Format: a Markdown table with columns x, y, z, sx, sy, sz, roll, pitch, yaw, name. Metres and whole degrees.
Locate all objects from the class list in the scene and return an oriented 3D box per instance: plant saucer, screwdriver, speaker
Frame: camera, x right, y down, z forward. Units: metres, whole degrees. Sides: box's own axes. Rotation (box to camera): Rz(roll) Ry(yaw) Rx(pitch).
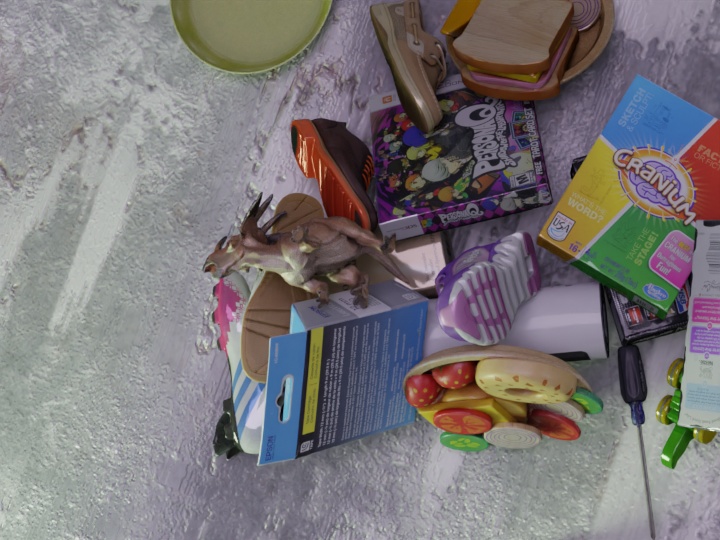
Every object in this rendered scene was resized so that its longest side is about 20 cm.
| x | y | z | sx | sy | sz | roll | pitch | yaw | name |
| --- | --- | --- | --- | --- | --- | --- | --- | --- | --- |
| -0.122 | -0.320 | 1.753 | 0.198 | 0.031 | 0.202 | -2 | 79 | 12 | plant saucer |
| 0.289 | 0.176 | 1.568 | 0.028 | 0.029 | 0.202 | -8 | 81 | 12 | screwdriver |
| 0.157 | 0.060 | 1.591 | 0.198 | 0.081 | 0.082 | -6 | 79 | 12 | speaker |

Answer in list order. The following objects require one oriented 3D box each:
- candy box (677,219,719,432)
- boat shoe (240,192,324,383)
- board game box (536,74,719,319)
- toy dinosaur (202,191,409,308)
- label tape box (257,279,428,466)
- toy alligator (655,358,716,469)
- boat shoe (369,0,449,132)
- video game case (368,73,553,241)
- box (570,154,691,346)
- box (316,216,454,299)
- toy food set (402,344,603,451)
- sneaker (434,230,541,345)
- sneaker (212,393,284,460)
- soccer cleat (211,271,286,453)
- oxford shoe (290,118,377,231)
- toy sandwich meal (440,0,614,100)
| x | y | z | sx | sy | sz | roll | pitch | yaw | name |
| --- | --- | --- | --- | --- | --- | --- | --- | --- | --- |
| 0.398 | 0.060 | 1.478 | 0.071 | 0.167 | 0.202 | 2 | 85 | 56 | candy box |
| -0.078 | 0.024 | 1.580 | 0.070 | 0.069 | 0.202 | 15 | 76 | -2 | boat shoe |
| 0.294 | -0.076 | 1.544 | 0.152 | 0.040 | 0.201 | 30 | 82 | 11 | board game box |
| -0.046 | -0.026 | 1.522 | 0.135 | 0.198 | 0.087 | 37 | 123 | 54 | toy dinosaur |
| -0.030 | 0.101 | 1.528 | 0.066 | 0.199 | 0.144 | 31 | 123 | 46 | label tape box |
| 0.350 | 0.105 | 1.537 | 0.059 | 0.054 | 0.202 | 23 | 103 | 40 | toy alligator |
| 0.062 | -0.230 | 1.642 | 0.064 | 0.072 | 0.201 | -17 | 49 | -1 | boat shoe |
| 0.102 | -0.130 | 1.613 | 0.180 | 0.036 | 0.201 | -13 | 47 | 11 | video game case |
| 0.320 | -0.039 | 1.577 | 0.159 | 0.044 | 0.202 | -15 | 77 | 2 | box |
| 0.000 | 0.000 | 1.641 | 0.198 | 0.078 | 0.096 | -14 | 77 | 11 | box |
| 0.141 | 0.130 | 1.526 | 0.199 | 0.198 | 0.049 | -9 | 60 | 27 | toy food set |
| 0.110 | 0.022 | 1.511 | 0.088 | 0.200 | 0.081 | -7 | 104 | 27 | sneaker |
| -0.066 | 0.141 | 1.644 | 0.198 | 0.060 | 0.105 | -9 | 77 | 17 | sneaker |
| -0.105 | 0.093 | 1.610 | 0.086 | 0.070 | 0.202 | -10 | 75 | 7 | soccer cleat |
| -0.013 | -0.107 | 1.631 | 0.072 | 0.072 | 0.201 | -11 | 42 | -17 | oxford shoe |
| 0.173 | -0.270 | 1.622 | 0.203 | 0.070 | 0.207 | -8 | 57 | 12 | toy sandwich meal |
